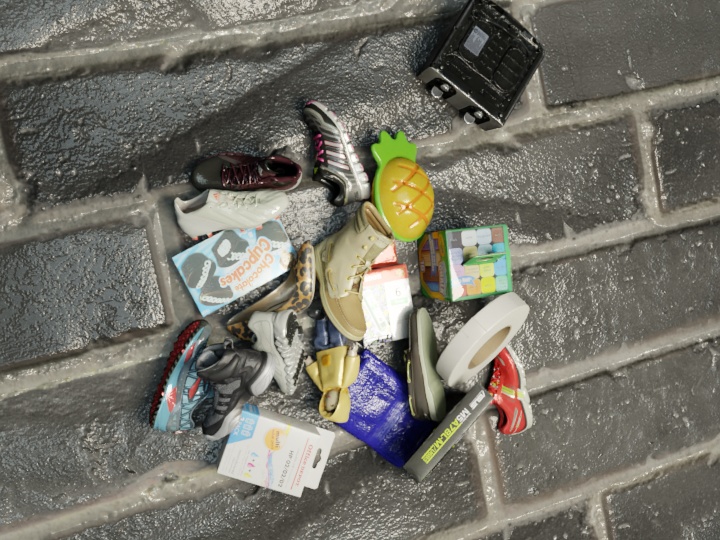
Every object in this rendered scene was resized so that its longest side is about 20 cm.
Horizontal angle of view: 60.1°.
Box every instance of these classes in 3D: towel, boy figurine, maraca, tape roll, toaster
[{"bbox_3d":[0.044,0.262,1.171,0.199,0.049,0.149,37,82,-12],"label":"towel"},{"bbox_3d":[-0.055,0.169,1.116,0.064,0.122,0.205,9,75,-55],"label":"boy figurine"},{"bbox_3d":[0.074,-0.154,1.135,0.135,0.106,0.205,-10,90,-43],"label":"maraca"},{"bbox_3d":[0.217,0.124,1.104,0.202,0.204,0.037,-39,65,-10],"label":"tape roll"},{"bbox_3d":[0.224,-0.390,1.159,0.179,0.119,0.202,33,85,-13],"label":"toaster"}]

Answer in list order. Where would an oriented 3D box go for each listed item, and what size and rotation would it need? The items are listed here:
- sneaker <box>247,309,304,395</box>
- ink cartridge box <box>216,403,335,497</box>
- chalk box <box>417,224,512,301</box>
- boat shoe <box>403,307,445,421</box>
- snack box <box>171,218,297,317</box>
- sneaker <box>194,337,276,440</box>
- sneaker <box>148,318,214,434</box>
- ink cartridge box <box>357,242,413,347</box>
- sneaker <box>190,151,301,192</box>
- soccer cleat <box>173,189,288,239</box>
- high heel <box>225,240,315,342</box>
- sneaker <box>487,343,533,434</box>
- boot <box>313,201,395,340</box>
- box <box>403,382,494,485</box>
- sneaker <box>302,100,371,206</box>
[{"bbox_3d":[-0.144,0.139,1.080,0.079,0.076,0.203,6,134,10],"label":"sneaker"},{"bbox_3d":[-0.146,0.325,1.117,0.196,0.068,0.117,21,87,-14],"label":"ink cartridge box"},{"bbox_3d":[0.193,-0.014,1.121,0.122,0.200,0.127,-6,93,-13],"label":"chalk box"},{"bbox_3d":[0.107,0.172,1.131,0.059,0.071,0.206,-8,90,31],"label":"boat shoe"},{"bbox_3d":[-0.218,-0.018,1.104,0.197,0.037,0.118,-29,99,-11],"label":"snack box"},{"bbox_3d":[-0.233,0.191,1.028,0.113,0.076,0.201,32,113,-23],"label":"sneaker"},{"bbox_3d":[-0.293,0.184,1.084,0.094,0.079,0.204,22,92,-27],"label":"sneaker"},{"bbox_3d":[0.035,0.030,1.160,0.106,0.050,0.205,-10,95,-14],"label":"ink cartridge box"},{"bbox_3d":[-0.192,-0.174,1.066,0.195,0.115,0.078,-6,93,-14],"label":"sneaker"},{"bbox_3d":[-0.220,-0.107,1.054,0.195,0.070,0.079,-12,131,7],"label":"soccer cleat"},{"bbox_3d":[-0.155,0.037,1.084,0.139,0.072,0.204,6,112,-17],"label":"high heel"},{"bbox_3d":[0.278,0.227,1.215,0.083,0.077,0.204,-17,95,-7],"label":"sneaker"},{"bbox_3d":[0.000,0.000,1.066,0.072,0.155,0.203,16,44,-44],"label":"boot"},{"bbox_3d":[0.157,0.297,1.126,0.193,0.200,0.047,-44,74,-8],"label":"box"},{"bbox_3d":[-0.059,-0.202,1.118,0.087,0.074,0.203,-33,104,-17],"label":"sneaker"}]
